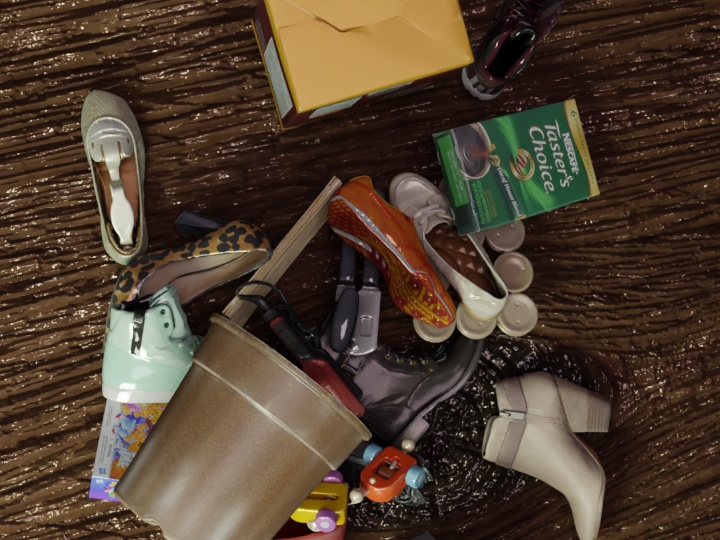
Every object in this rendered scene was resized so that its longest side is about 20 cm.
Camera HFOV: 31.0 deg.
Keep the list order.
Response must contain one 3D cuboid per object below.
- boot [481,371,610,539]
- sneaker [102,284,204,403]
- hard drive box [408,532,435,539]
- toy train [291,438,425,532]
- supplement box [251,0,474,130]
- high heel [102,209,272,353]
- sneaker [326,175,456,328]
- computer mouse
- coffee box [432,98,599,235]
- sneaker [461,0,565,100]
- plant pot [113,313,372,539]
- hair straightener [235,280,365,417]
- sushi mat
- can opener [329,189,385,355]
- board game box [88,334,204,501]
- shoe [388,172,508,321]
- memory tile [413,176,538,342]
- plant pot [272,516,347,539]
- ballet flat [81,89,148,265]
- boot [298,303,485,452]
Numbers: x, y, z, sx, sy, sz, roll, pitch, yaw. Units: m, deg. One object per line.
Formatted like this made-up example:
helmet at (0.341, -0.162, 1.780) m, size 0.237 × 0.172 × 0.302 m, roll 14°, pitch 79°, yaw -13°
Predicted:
boot at (0.217, 0.221, 1.542) m, size 0.145 × 0.070 × 0.202 m, roll 4°, pitch 89°, yaw -3°
sneaker at (-0.172, 0.077, 1.380) m, size 0.198 × 0.074 × 0.119 m, roll 0°, pitch 106°, yaw -17°
hard drive box at (0.095, 0.418, 1.473) m, size 0.076 × 0.156 × 0.202 m, roll -23°, pitch 95°, yaw -8°
toy train at (-0.038, 0.219, 1.393) m, size 0.199 × 0.150 × 0.056 m, roll 20°, pitch 132°, yaw 26°
supplement box at (-0.004, -0.253, 1.425) m, size 0.196 × 0.200 × 0.134 m, roll -17°, pitch 93°, yaw -9°
high heel at (-0.189, 0.021, 1.411) m, size 0.201 × 0.142 × 0.072 m, roll -57°, pitch 139°, yaw -22°
sneaker at (0.048, -0.022, 1.447) m, size 0.201 × 0.073 × 0.077 m, roll 53°, pitch 51°, yaw -14°
computer mouse at (-0.012, 0.205, 1.484) m, size 0.198 × 0.139 × 0.053 m, roll 17°, pitch 66°, yaw 4°
coffee box at (0.182, -0.122, 1.498) m, size 0.199 × 0.044 × 0.124 m, roll -16°, pitch 91°, yaw -34°
sneaker at (0.195, -0.289, 1.500) m, size 0.075 × 0.115 × 0.201 m, roll 29°, pitch 87°, yaw -8°
plant pot at (-0.125, 0.181, 1.271) m, size 0.200 × 0.200 × 0.199 m, roll 39°, pitch 79°, yaw -8°
hair straightener at (-0.068, 0.083, 1.440) m, size 0.041 × 0.077 × 0.200 m, roll -39°, pitch 109°, yaw 13°
sushi mat at (-0.085, -0.017, 1.470) m, size 0.012 × 0.096 × 0.200 m, roll 38°, pitch 85°, yaw 8°
can opener at (0.000, 0.000, 1.477) m, size 0.052 × 0.067 × 0.202 m, roll 5°, pitch 71°, yaw 2°
board game box at (-0.212, 0.160, 1.417) m, size 0.133 × 0.045 × 0.201 m, roll 10°, pitch 49°, yaw -9°
shoe at (0.104, -0.034, 1.483) m, size 0.070 × 0.053 × 0.201 m, roll -34°, pitch 82°, yaw -16°
memory tile at (0.125, -0.018, 1.518) m, size 0.152 × 0.017 × 0.202 m, roll -5°, pitch 75°, yaw -9°
plant pot at (-0.118, 0.345, 1.431) m, size 0.198 × 0.200 × 0.179 m, roll 1°, pitch 101°, yaw -9°
ballet flat at (-0.270, -0.107, 1.453) m, size 0.067 × 0.062 × 0.202 m, roll -12°, pitch 92°, yaw -9°
boot at (0.032, 0.099, 1.507) m, size 0.174 × 0.069 × 0.200 m, roll 40°, pitch 78°, yaw 0°
